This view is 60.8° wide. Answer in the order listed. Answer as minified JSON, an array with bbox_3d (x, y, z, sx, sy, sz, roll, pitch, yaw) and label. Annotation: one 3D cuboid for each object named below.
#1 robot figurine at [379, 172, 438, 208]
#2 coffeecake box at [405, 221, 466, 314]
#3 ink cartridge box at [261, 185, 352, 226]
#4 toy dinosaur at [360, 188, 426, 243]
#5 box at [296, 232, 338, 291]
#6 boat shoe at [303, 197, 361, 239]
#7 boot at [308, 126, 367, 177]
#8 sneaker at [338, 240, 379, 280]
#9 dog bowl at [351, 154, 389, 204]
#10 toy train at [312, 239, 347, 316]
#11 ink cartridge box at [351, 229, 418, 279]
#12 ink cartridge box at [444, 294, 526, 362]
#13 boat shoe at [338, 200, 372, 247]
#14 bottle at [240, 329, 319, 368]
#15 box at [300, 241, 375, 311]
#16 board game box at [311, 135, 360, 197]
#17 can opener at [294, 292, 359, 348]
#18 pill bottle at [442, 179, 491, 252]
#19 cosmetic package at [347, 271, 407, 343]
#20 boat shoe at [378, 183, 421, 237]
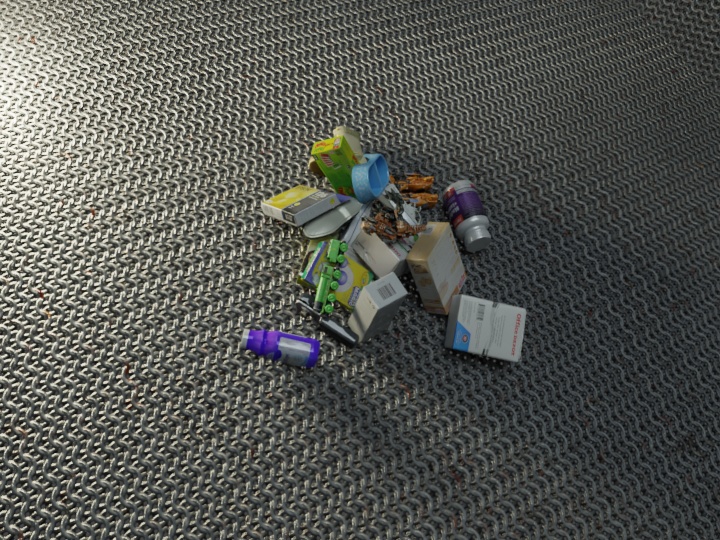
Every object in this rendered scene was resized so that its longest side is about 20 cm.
[{"bbox_3d":[0.139,-0.251,1.918,0.193,0.059,0.149,0,58,-16],"label":"robot figurine"},{"bbox_3d":[0.216,-0.006,1.713,0.071,0.203,0.155,5,45,37],"label":"coffeecake box"},{"bbox_3d":[-0.154,-0.199,1.744,0.197,0.048,0.195,-32,30,-26],"label":"ink cartridge box"},{"bbox_3d":[0.085,-0.126,1.650,0.197,0.101,0.139,23,46,-44],"label":"toy dinosaur"},{"bbox_3d":[-0.118,-0.046,1.727,0.073,0.050,0.204,19,56,-5],"label":"box"},{"bbox_3d":[-0.083,-0.138,1.724,0.075,0.062,0.199,45,59,9],"label":"boat shoe"},{"bbox_3d":[-0.078,-0.376,1.920,0.194,0.073,0.160,-3,61,-20],"label":"boot"},{"bbox_3d":[0.000,0.000,1.731,0.196,0.075,0.090,30,92,-17],"label":"sneaker"},{"bbox_3d":[0.034,-0.274,1.795,0.048,0.114,0.201,-9,25,24],"label":"dog bowl"},{"bbox_3d":[-0.079,0.017,1.599,0.055,0.042,0.207,15,84,-9],"label":"toy train"},{"bbox_3d":[0.087,-0.065,1.728,0.145,0.085,0.198,47,30,14],"label":"ink cartridge box"},{"bbox_3d":[0.343,0.159,1.689,0.194,0.084,0.151,13,83,-10],"label":"ink cartridge box"},{"bbox_3d":[-0.003,-0.131,1.808,0.065,0.073,0.203,36,58,-13],"label":"boat shoe"},{"bbox_3d":[-0.201,0.192,1.541,0.194,0.084,0.067,14,57,-9],"label":"bottle"},{"bbox_3d":[-0.051,0.025,1.654,0.197,0.048,0.120,33,79,-20],"label":"box"},{"bbox_3d":[-0.052,-0.296,1.793,0.099,0.201,0.049,-7,51,27],"label":"board game box"},{"bbox_3d":[-0.086,0.127,1.630,0.196,0.054,0.068,31,61,2],"label":"can opener"},{"bbox_3d":[0.331,-0.165,1.892,0.108,0.112,0.205,-7,61,-19],"label":"pill bottle"},{"bbox_3d":[0.041,0.100,1.596,0.100,0.202,0.072,-25,68,-28],"label":"cosmetic package"},{"bbox_3d":[0.142,-0.175,1.845,0.086,0.075,0.203,-40,91,-22],"label":"boat shoe"}]
